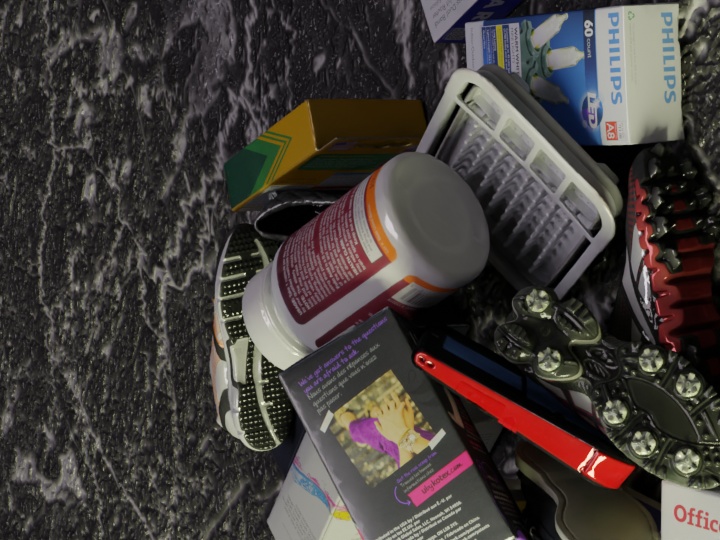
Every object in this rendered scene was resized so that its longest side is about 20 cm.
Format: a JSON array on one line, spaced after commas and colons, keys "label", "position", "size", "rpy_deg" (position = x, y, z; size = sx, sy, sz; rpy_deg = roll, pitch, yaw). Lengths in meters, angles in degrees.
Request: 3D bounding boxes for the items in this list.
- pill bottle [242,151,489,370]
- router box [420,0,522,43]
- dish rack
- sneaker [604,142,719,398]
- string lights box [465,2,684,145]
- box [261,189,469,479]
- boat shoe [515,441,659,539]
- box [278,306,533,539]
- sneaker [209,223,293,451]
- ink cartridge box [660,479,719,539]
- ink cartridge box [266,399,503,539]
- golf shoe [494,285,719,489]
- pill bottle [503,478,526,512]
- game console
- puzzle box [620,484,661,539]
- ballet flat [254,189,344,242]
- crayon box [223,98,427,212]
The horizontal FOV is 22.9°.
[{"label": "pill bottle", "position": [0.000, 0.000, 1.429], "size": [0.199, 0.113, 0.115], "rpy_deg": [-35, 64, 40]}, {"label": "router box", "position": [0.106, -0.315, 1.470], "size": [0.200, 0.048, 0.181], "rpy_deg": [-41, 59, 51]}, {"label": "dish rack", "position": [0.125, -0.070, 1.387], "size": [0.172, 0.043, 0.200], "rpy_deg": [46, 156, 8]}, {"label": "sneaker", "position": [0.218, 0.012, 1.303], "size": [0.098, 0.070, 0.203], "rpy_deg": [-20, 77, 54]}, {"label": "string lights box", "position": [0.163, -0.149, 1.383], "size": [0.199, 0.058, 0.104], "rpy_deg": [5, 100, 58]}, {"label": "box", "position": [-0.024, 0.063, 1.642], "size": [0.197, 0.123, 0.201], "rpy_deg": [57, 137, 40]}, {"label": "boat shoe", "position": [0.162, 0.195, 1.308], "size": [0.199, 0.074, 0.067], "rpy_deg": [-135, 43, -61]}, {"label": "box", "position": [0.038, 0.146, 1.361], "size": [0.105, 0.122, 0.201], "rpy_deg": [-30, 72, 7]}, {"label": "sneaker", "position": [-0.110, 0.059, 1.601], "size": [0.080, 0.073, 0.203], "rpy_deg": [5, 97, 58]}, {"label": "ink cartridge box", "position": [0.280, 0.247, 1.215], "size": [0.145, 0.083, 0.203], "rpy_deg": [8, 99, 58]}, {"label": "ink cartridge box", "position": [0.020, 0.176, 1.562], "size": [0.086, 0.146, 0.201], "rpy_deg": [58, 137, 37]}, {"label": "golf shoe", "position": [0.187, 0.085, 1.261], "size": [0.200, 0.088, 0.077], "rpy_deg": [39, 85, 27]}, {"label": "pill bottle", "position": [0.134, 0.277, 1.421], "size": [0.201, 0.113, 0.115], "rpy_deg": [60, 139, 35]}, {"label": "game console", "position": [0.121, 0.093, 1.323], "size": [0.031, 0.176, 0.200], "rpy_deg": [-57, -2, 6]}, {"label": "puzzle box", "position": [0.165, 0.247, 1.315], "size": [0.133, 0.200, 0.026], "rpy_deg": [23, 149, 55]}, {"label": "ballet flat", "position": [-0.003, -0.033, 1.510], "size": [0.198, 0.057, 0.067], "rpy_deg": [4, 114, 37]}, {"label": "crayon box", "position": [-0.024, -0.109, 1.625], "size": [0.200, 0.125, 0.052], "rpy_deg": [-28, 69, 54]}]
